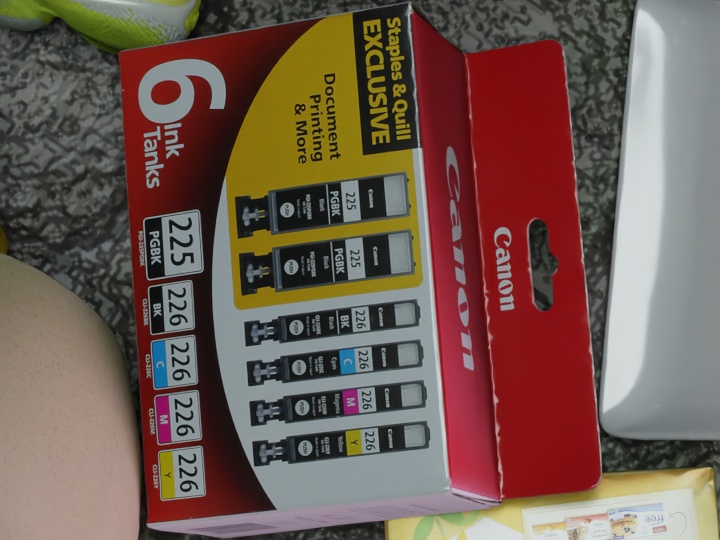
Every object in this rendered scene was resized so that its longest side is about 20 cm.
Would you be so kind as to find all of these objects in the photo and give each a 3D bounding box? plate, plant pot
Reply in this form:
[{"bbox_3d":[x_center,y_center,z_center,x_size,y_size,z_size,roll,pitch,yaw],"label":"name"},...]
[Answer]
[{"bbox_3d":[0.182,-0.027,1.003,0.032,0.199,0.201,10,83,-37],"label":"plate"},{"bbox_3d":[-0.167,0.070,0.992,0.200,0.200,0.135,27,62,4],"label":"plant pot"}]

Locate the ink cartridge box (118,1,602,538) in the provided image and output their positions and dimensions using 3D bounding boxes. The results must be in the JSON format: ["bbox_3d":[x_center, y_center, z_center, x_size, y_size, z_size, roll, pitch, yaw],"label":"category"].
[{"bbox_3d":[0.000,0.000,1.006,0.175,0.084,0.201,-8,79,17],"label":"ink cartridge box"}]

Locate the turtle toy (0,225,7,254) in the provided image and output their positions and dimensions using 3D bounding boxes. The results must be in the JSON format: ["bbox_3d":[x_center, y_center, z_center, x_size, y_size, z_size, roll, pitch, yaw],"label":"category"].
[{"bbox_3d":[-0.250,-0.030,1.026,0.199,0.146,0.101,-29,63,-3],"label":"turtle toy"}]

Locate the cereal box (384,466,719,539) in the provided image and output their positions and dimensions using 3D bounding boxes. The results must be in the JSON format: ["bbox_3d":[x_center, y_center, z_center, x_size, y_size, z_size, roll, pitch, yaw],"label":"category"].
[{"bbox_3d":[0.086,0.187,1.035,0.143,0.040,0.201,-3,84,2],"label":"cereal box"}]

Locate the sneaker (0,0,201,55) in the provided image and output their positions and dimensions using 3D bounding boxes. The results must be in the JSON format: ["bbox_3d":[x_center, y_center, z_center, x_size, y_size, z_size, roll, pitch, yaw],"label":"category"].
[{"bbox_3d":[-0.159,-0.163,1.069,0.199,0.076,0.106,17,73,-4],"label":"sneaker"}]
